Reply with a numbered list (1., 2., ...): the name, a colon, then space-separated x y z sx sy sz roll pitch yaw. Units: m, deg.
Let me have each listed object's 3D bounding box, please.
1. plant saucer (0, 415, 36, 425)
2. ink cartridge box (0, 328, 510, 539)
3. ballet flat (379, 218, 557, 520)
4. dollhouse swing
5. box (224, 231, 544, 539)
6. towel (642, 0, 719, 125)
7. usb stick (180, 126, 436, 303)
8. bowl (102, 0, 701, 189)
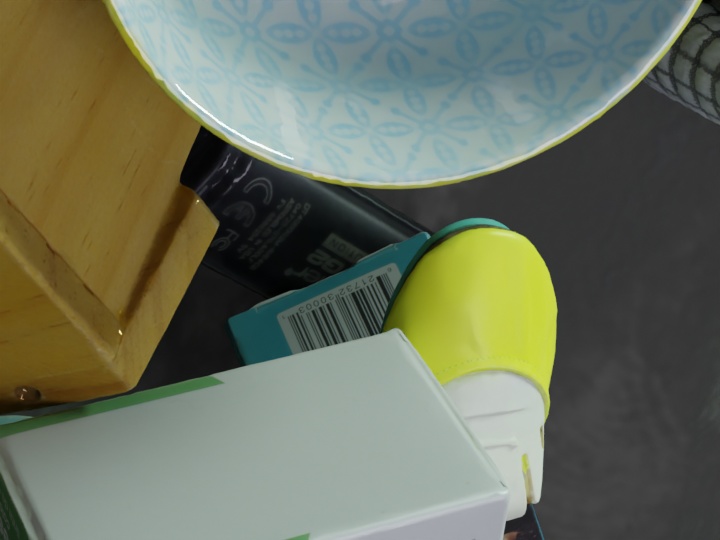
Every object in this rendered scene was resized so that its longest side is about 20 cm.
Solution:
1. plant saucer: -0.144 0.140 0.827 0.199 0.036 0.201 -22 134 -24
2. ink cartridge box: -0.042 0.132 0.797 0.144 0.088 0.201 -14 132 -22
3. ballet flat: 0.033 0.074 0.846 0.066 0.067 0.201 -4 136 -19
4. dollhouse swing: -0.143 -0.082 0.733 0.181 0.177 0.200 -11 143 23
5. box: 0.017 0.076 0.934 0.082 0.049 0.200 -24 141 -2
6. towel: 0.207 -0.068 0.925 0.199 0.165 0.086 17 103 -44
7. usb stick: 0.000 0.000 0.907 0.055 0.033 0.200 -46 138 14
8. bowl: 0.002 -0.134 0.712 0.199 0.108 0.202 -6 109 -17
